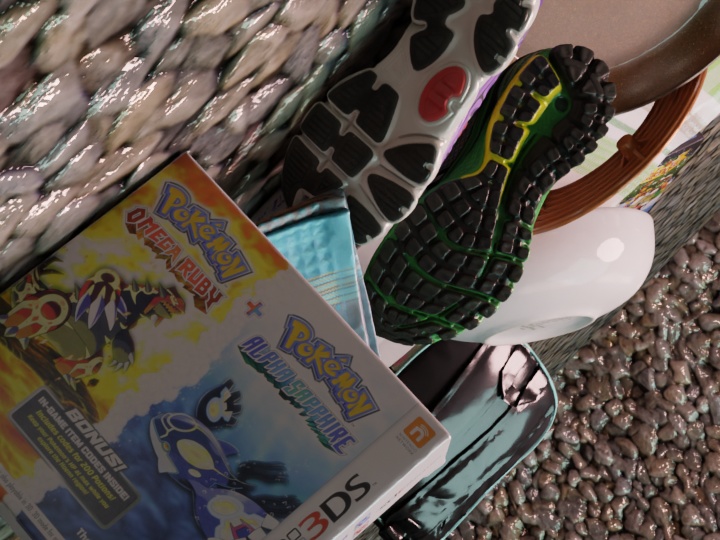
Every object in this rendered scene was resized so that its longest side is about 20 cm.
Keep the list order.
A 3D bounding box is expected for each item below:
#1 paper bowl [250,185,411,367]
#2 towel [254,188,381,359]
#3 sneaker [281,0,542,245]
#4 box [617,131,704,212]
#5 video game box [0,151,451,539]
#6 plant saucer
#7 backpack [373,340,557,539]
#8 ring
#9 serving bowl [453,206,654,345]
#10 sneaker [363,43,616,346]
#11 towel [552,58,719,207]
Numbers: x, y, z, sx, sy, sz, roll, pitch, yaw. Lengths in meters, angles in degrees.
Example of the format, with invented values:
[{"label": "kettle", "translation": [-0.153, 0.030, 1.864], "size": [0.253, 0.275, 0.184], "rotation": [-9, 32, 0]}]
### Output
[{"label": "paper bowl", "translation": [0.000, 0.000, 1.072], "size": [0.200, 0.104, 0.201], "rotation": [-41, 169, -10]}, {"label": "towel", "translation": [-0.078, 0.056, 0.900], "size": [0.199, 0.022, 0.148], "rotation": [-23, 117, -23]}, {"label": "sneaker", "translation": [0.038, -0.093, 0.934], "size": [0.200, 0.081, 0.083], "rotation": [-47, 169, 18]}, {"label": "box", "translation": [0.176, -0.053, 1.378], "size": [0.199, 0.038, 0.137], "rotation": [-25, 162, -27]}, {"label": "video game box", "translation": [-0.088, 0.071, 0.797], "size": [0.182, 0.200, 0.047], "rotation": [-39, 166, -21]}, {"label": "plant saucer", "translation": [0.159, -0.174, 0.999], "size": [0.199, 0.032, 0.201], "rotation": [-17, 142, -13]}, {"label": "backpack", "translation": [0.059, 0.113, 1.437], "size": [0.200, 0.176, 0.153], "rotation": [-39, -152, 7]}, {"label": "ring", "translation": [0.152, -0.108, 1.142], "size": [0.200, 0.019, 0.201], "rotation": [-37, -152, 23]}, {"label": "serving bowl", "translation": [0.127, 0.014, 1.243], "size": [0.199, 0.066, 0.200], "rotation": [-11, 167, -3]}, {"label": "sneaker", "translation": [0.071, -0.041, 0.969], "size": [0.200, 0.078, 0.085], "rotation": [-52, -167, -1]}, {"label": "towel", "translation": [0.200, -0.095, 1.216], "size": [0.200, 0.031, 0.149], "rotation": [-43, 159, 18]}]
